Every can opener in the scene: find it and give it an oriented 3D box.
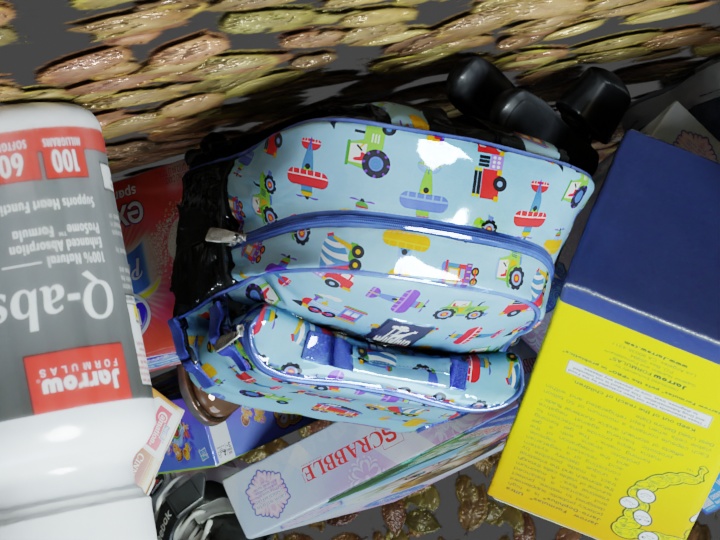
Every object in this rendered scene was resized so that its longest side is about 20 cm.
[{"bbox_3d":[0.081,-0.080,1.372,0.063,0.079,0.200,27,-175,21],"label":"can opener"}]

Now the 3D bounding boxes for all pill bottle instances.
[{"bbox_3d":[-0.155,0.034,1.206,0.115,0.201,0.116,-12,175,-1],"label":"pill bottle"}]

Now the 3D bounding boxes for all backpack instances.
[{"bbox_3d":[0.014,-0.005,1.304,0.181,0.136,0.200,12,166,-22],"label":"backpack"}]

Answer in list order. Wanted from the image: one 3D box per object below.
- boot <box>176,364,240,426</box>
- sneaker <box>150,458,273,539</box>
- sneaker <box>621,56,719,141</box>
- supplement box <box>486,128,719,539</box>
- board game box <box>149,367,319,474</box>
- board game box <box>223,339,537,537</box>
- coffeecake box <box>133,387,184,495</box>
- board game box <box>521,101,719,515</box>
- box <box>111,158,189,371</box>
[{"bbox_3d":[0.000,0.000,1.544,0.199,0.187,0.064,-12,132,39],"label":"boot"},{"bbox_3d":[-0.104,0.161,1.677,0.088,0.074,0.200,31,-169,-9],"label":"sneaker"},{"bbox_3d":[0.212,-0.039,1.549,0.076,0.147,0.202,-13,176,-10],"label":"sneaker"},{"bbox_3d":[0.149,0.044,1.378,0.109,0.109,0.200,22,144,5],"label":"supplement box"},{"bbox_3d":[-0.074,0.078,1.703,0.134,0.045,0.199,-11,-172,44],"label":"board game box"},{"bbox_3d":[0.048,0.097,1.644,0.199,0.041,0.200,-28,169,26],"label":"board game box"},{"bbox_3d":[-0.219,0.060,1.430,0.200,0.073,0.153,39,147,-25],"label":"coffeecake box"},{"bbox_3d":[0.182,0.027,1.476,0.041,0.199,0.200,-50,-175,-35],"label":"board game box"},{"bbox_3d":[-0.108,0.000,1.490,0.199,0.100,0.095,-15,174,35],"label":"box"}]
